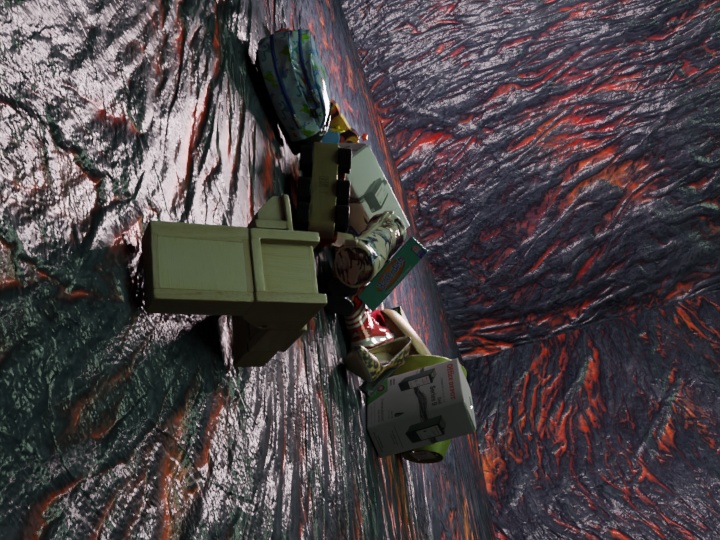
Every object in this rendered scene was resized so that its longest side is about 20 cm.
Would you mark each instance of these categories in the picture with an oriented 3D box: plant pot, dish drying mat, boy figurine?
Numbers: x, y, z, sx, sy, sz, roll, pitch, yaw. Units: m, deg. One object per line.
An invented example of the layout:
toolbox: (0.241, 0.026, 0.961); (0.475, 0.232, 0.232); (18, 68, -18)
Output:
plant pot: (0.118, 0.166, 1.989); (0.201, 0.027, 0.200); (52, -6, 7)
dish drying mat: (0.037, 0.136, 1.969); (0.200, 0.018, 0.078); (-22, 96, -81)
boy figurine: (-0.027, 0.013, 1.615); (0.200, 0.064, 0.126); (-84, -173, -70)
plant pot: (0.142, 0.320, 1.880); (0.188, 0.185, 0.202); (60, 30, -55)

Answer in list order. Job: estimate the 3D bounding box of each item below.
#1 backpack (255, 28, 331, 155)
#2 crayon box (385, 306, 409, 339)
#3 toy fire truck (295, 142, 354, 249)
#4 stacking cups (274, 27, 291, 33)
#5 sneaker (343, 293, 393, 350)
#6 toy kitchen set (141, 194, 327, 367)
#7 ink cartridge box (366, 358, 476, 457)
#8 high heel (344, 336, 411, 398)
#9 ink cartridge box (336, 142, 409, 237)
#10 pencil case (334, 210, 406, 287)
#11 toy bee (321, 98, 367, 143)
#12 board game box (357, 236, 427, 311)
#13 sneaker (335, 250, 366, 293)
backpack: (-0.121, -0.344, 1.540); (0.200, 0.153, 0.164); (50, 29, -37)
crayon box: (0.118, 0.201, 2.232); (0.200, 0.051, 0.127); (60, 16, -53)
toy fire truck: (-0.058, -0.119, 1.574); (0.200, 0.127, 0.178); (107, -14, -67)
stacking cups: (-0.138, -0.407, 1.768); (0.060, 0.060, 0.202); (5, 64, -80)
sneaker: (0.013, 0.098, 1.713); (0.200, 0.078, 0.117); (-3, 78, -82)
toy kitchen set: (-0.158, -0.005, 0.903); (0.200, 0.179, 0.165); (-45, -132, 54)
ink cartridge box: (0.117, 0.269, 1.656); (0.146, 0.198, 0.085); (-90, 160, -60)
high heel: (0.039, 0.147, 1.580); (0.071, 0.143, 0.200); (34, -18, 23)
ink cartridge box: (-0.002, -0.161, 1.771); (0.145, 0.083, 0.201); (16, -41, 60)
pencil case: (0.021, -0.045, 1.539); (0.200, 0.077, 0.090); (-47, 150, -60)
toy bee: (-0.042, -0.331, 2.018); (0.132, 0.108, 0.201); (-98, 168, -49)
board game box: (0.065, 0.005, 1.635); (0.045, 0.152, 0.200); (43, 2, 1)
sneaker: (0.000, 0.000, 1.818); (0.200, 0.071, 0.114); (37, 41, -71)
